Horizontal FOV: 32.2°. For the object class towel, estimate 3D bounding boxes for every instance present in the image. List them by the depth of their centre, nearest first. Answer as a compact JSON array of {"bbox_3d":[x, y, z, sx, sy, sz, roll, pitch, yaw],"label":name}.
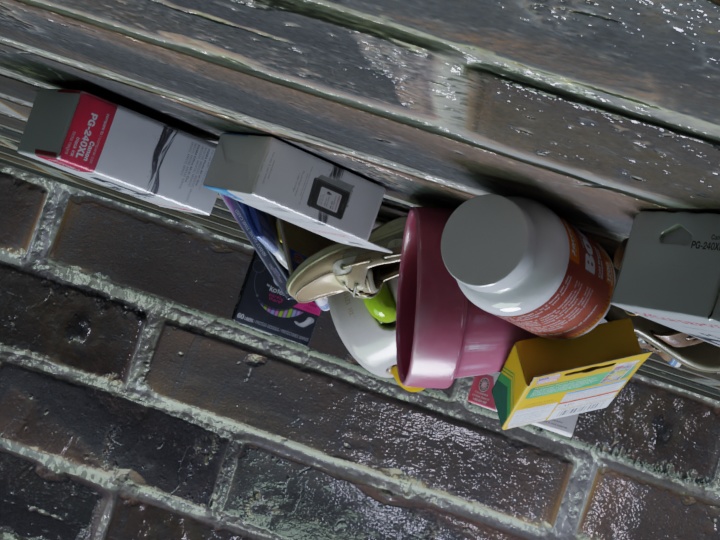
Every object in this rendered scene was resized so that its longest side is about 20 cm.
[{"bbox_3d":[-0.108,-0.040,1.697,0.200,0.024,0.147,48,-167,-48],"label":"towel"}]

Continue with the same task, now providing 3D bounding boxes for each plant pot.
[{"bbox_3d":[0.138,0.033,1.379,0.179,0.200,0.200,3,178,-5],"label":"plant pot"}]

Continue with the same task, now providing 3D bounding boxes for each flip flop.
[{"bbox_3d":[0.340,0.047,1.319,0.200,0.081,0.058,25,156,-14],"label":"flip flop"}]

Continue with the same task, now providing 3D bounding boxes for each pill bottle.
[{"bbox_3d":[0.157,-0.005,1.168,0.112,0.112,0.200,16,176,33],"label":"pill bottle"}]

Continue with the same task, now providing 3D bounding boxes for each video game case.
[{"bbox_3d":[-0.136,-0.048,1.713,0.200,0.019,0.143,58,-175,4],"label":"video game case"}]

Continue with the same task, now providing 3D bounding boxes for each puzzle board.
[{"bbox_3d":[-0.066,-0.031,1.696,0.017,0.151,0.200,-19,161,19],"label":"puzzle board"}]

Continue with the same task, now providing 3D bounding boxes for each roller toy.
[{"bbox_3d":[0.047,0.048,1.696,0.140,0.182,0.200,-26,123,26],"label":"roller toy"}]

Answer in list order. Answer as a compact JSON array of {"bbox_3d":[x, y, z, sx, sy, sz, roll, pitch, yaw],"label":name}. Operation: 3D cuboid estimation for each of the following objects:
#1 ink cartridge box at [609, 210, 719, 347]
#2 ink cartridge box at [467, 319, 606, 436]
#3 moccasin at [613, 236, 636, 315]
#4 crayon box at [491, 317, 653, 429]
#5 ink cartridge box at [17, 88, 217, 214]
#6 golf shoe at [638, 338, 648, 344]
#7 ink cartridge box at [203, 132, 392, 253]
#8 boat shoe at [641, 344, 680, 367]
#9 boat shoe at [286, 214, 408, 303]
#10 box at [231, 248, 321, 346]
[{"bbox_3d":[0.322,0.025,0.992,0.200,0.083,0.145,20,176,-19],"label":"ink cartridge box"},{"bbox_3d":[0.238,0.101,1.645,0.085,0.200,0.146,21,175,-29],"label":"ink cartridge box"},{"bbox_3d":[0.286,0.021,1.124,0.074,0.078,0.201,36,-171,37],"label":"moccasin"},{"bbox_3d":[0.216,0.106,1.306,0.126,0.052,0.200,-11,160,-7],"label":"crayon box"},{"bbox_3d":[-0.273,-0.137,1.452,0.200,0.083,0.145,21,175,-33],"label":"ink cartridge box"},{"bbox_3d":[0.273,0.021,1.451,0.088,0.077,0.200,46,164,-26],"label":"golf shoe"},{"bbox_3d":[-0.058,-0.086,1.387,0.200,0.067,0.116,22,175,-35],"label":"ink cartridge box"},{"bbox_3d":[0.388,0.082,1.623,0.072,0.072,0.200,19,177,9],"label":"boat shoe"},{"bbox_3d":[0.000,0.000,1.548,0.200,0.065,0.072,-24,154,14],"label":"boat shoe"},{"bbox_3d":[-0.104,0.000,1.865,0.122,0.200,0.106,19,176,-7],"label":"box"}]
